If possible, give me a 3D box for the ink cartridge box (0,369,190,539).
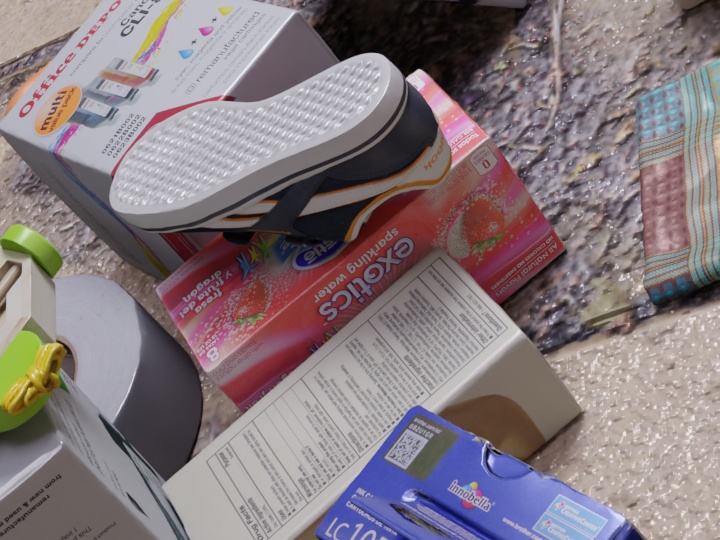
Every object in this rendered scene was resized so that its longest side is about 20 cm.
[{"bbox_3d":[-0.145,0.133,0.955,0.083,0.200,0.147,-38,38,-2],"label":"ink cartridge box"}]

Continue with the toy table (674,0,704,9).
[{"bbox_3d":[0.243,-0.236,1.056,0.199,0.117,0.185,-19,42,27],"label":"toy table"}]

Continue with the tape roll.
[{"bbox_3d":[-0.197,0.101,1.141,0.199,0.066,0.201,-24,40,22],"label":"tape roll"}]

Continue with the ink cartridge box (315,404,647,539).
[{"bbox_3d":[0.074,0.138,0.758,0.076,0.200,0.136,-50,38,-13],"label":"ink cartridge box"}]

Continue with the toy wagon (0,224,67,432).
[{"bbox_3d":[-0.205,0.046,0.896,0.199,0.040,0.156,11,58,43],"label":"toy wagon"}]

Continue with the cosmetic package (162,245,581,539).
[{"bbox_3d":[0.004,0.093,0.969,0.200,0.071,0.105,-40,38,1],"label":"cosmetic package"}]

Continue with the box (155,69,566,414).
[{"bbox_3d":[0.000,0.000,1.043,0.200,0.103,0.095,-39,38,0],"label":"box"}]

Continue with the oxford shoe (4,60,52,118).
[{"bbox_3d":[-0.170,-0.151,1.381,0.200,0.071,0.073,-45,57,2],"label":"oxford shoe"}]

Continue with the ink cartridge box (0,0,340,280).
[{"bbox_3d":[-0.101,-0.079,1.172,0.146,0.145,0.199,-52,38,-14],"label":"ink cartridge box"}]

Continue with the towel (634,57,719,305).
[{"bbox_3d":[0.228,-0.077,0.958,0.199,0.022,0.147,-27,42,32],"label":"towel"}]

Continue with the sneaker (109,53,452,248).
[{"bbox_3d":[-0.043,-0.049,0.983,0.199,0.079,0.079,-12,50,37],"label":"sneaker"}]

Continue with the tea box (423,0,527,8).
[{"bbox_3d":[-0.019,-0.247,1.200,0.199,0.196,0.135,14,101,48],"label":"tea box"}]
